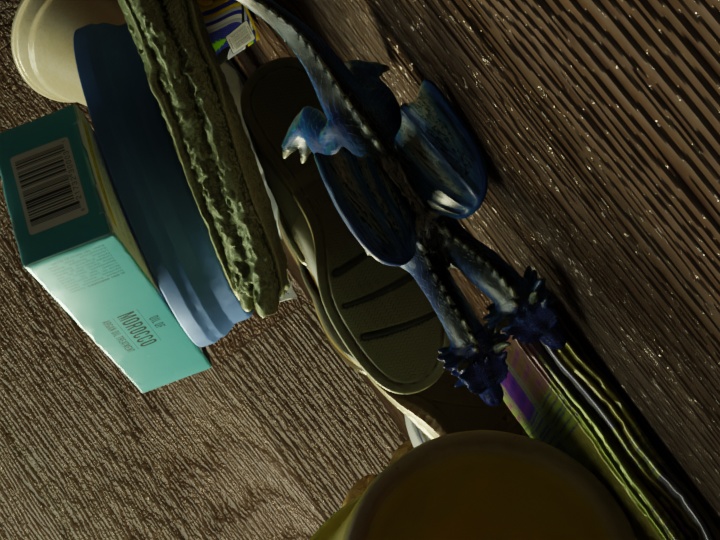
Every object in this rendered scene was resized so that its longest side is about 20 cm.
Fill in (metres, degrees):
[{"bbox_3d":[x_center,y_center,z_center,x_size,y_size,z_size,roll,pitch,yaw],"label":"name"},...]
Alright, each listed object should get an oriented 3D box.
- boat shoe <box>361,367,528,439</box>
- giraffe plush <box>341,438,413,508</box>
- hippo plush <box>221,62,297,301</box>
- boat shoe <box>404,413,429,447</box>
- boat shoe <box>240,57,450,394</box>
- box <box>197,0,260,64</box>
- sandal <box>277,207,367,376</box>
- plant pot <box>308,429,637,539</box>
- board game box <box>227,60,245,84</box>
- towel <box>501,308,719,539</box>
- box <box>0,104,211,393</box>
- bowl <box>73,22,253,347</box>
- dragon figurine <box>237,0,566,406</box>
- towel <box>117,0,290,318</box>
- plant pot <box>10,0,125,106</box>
[{"bbox_3d":[0.049,0.070,0.810,0.200,0.071,0.065,54,174,9],"label":"boat shoe"},{"bbox_3d":[0.098,0.221,0.961,0.201,0.172,0.162,57,160,-5],"label":"giraffe plush"},{"bbox_3d":[-0.123,-0.077,0.999,0.200,0.159,0.161,54,176,22],"label":"hippo plush"},{"bbox_3d":[0.099,0.137,0.887,0.200,0.071,0.070,57,150,33],"label":"boat shoe"},{"bbox_3d":[-0.004,-0.025,0.730,0.068,0.074,0.201,98,148,-85],"label":"boat shoe"},{"bbox_3d":[-0.126,-0.199,0.765,0.070,0.064,0.200,54,174,25],"label":"box"},{"bbox_3d":[0.000,0.000,0.899,0.201,0.080,0.054,58,156,29],"label":"sandal"},{"bbox_3d":[0.053,0.174,0.605,0.201,0.200,0.189,53,159,25],"label":"plant pot"},{"bbox_3d":[-0.085,-0.112,1.165,0.200,0.028,0.135,55,175,17],"label":"board game box"},{"bbox_3d":[0.112,0.088,0.605,0.144,0.023,0.200,54,176,14],"label":"towel"},{"bbox_3d":[-0.141,-0.004,0.720,0.200,0.049,0.083,71,177,-65],"label":"box"},{"bbox_3d":[-0.113,-0.055,0.761,0.201,0.039,0.202,159,90,-89],"label":"bowl"},{"bbox_3d":[0.012,-0.040,0.498,0.201,0.059,0.099,57,175,-23],"label":"dragon figurine"},{"bbox_3d":[-0.080,-0.076,0.683,0.148,0.036,0.201,-122,12,-80],"label":"towel"},{"bbox_3d":[-0.348,-0.297,1.748,0.183,0.200,0.201,35,163,42],"label":"plant pot"}]
